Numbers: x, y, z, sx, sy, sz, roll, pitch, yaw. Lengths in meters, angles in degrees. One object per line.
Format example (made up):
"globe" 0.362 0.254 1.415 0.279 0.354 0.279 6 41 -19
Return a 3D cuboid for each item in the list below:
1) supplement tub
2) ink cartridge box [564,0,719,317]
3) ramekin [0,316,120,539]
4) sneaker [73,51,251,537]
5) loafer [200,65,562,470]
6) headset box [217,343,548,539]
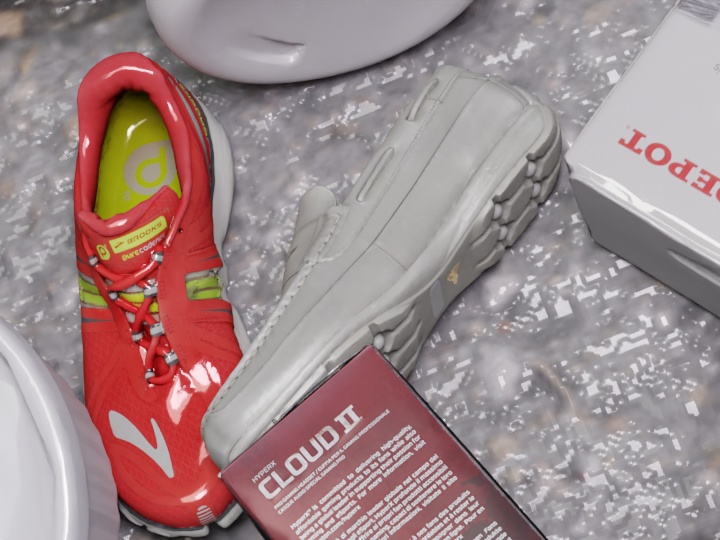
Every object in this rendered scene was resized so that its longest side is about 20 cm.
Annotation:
"supplement tub" -0.036 -0.193 1.214 0.144 0.145 0.201 -19 66 5
"ink cartridge box" 0.193 -0.069 1.149 0.146 0.083 0.200 33 78 21
"ramekin" -0.184 0.100 1.144 0.202 0.094 0.203 -3 81 18
"sneaker" -0.087 0.007 1.181 0.077 0.085 0.201 -13 67 8
"loafer" 0.000 0.000 1.169 0.070 0.070 0.200 30 64 24
"headset box" 0.039 0.126 1.073 0.077 0.149 0.200 -41 67 -6
